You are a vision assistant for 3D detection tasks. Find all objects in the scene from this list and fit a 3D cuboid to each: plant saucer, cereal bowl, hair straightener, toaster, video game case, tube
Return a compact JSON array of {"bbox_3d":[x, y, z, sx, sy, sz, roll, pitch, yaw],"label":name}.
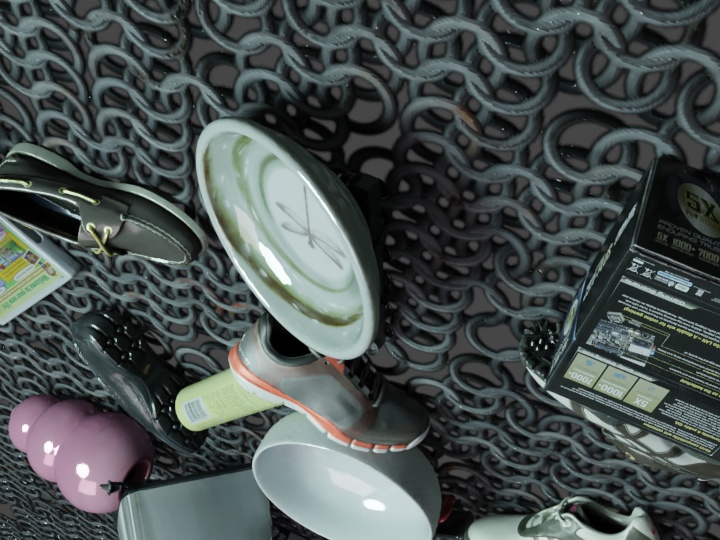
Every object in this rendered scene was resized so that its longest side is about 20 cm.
[{"bbox_3d":[-0.044,-0.030,0.647,0.200,0.050,0.200,39,149,28],"label":"plant saucer"},{"bbox_3d":[-0.006,0.205,0.898,0.200,0.083,0.200,17,142,14],"label":"cereal bowl"},{"bbox_3d":[0.053,0.294,0.999,0.200,0.041,0.077,-22,121,45],"label":"hair straightener"},{"bbox_3d":[-0.207,0.326,1.065,0.199,0.119,0.181,-7,146,-20],"label":"toaster"},{"bbox_3d":[-0.410,-0.030,0.925,0.182,0.022,0.200,45,138,-20],"label":"video game case"},{"bbox_3d":[-0.112,0.121,0.901,0.200,0.052,0.058,-25,162,39],"label":"tube"}]

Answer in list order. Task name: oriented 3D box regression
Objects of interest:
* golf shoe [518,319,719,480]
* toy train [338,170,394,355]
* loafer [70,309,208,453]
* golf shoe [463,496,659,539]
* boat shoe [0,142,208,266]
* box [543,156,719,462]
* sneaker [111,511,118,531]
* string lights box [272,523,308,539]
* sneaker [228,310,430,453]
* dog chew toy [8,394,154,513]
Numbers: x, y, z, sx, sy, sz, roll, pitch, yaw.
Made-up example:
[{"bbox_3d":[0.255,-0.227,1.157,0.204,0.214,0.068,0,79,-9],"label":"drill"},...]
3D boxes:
[{"bbox_3d":[0.204,0.110,0.668,0.200,0.078,0.095,26,143,4],"label":"golf shoe"},{"bbox_3d":[0.000,0.000,0.698,0.046,0.034,0.200,25,143,25],"label":"toy train"},{"bbox_3d":[-0.242,0.123,0.965,0.070,0.068,0.201,-6,126,47],"label":"loafer"},{"bbox_3d":[0.196,0.257,0.861,0.200,0.077,0.088,0,115,28],"label":"golf shoe"},{"bbox_3d":[-0.233,-0.044,0.767,0.201,0.061,0.072,22,142,7],"label":"boat shoe"},{"bbox_3d":[0.243,0.043,0.557,0.200,0.086,0.164,22,142,8],"label":"box"},{"bbox_3d":[-0.347,0.354,1.296,0.200,0.060,0.104,38,137,-18],"label":"sneaker"},{"bbox_3d":[-0.179,0.379,1.187,0.200,0.103,0.059,24,142,4],"label":"string lights box"},{"bbox_3d":[-0.018,0.098,0.794,0.200,0.077,0.082,23,122,-12],"label":"sneaker"},{"bbox_3d":[-0.363,0.222,1.111,0.200,0.125,0.125,22,143,19],"label":"dog chew toy"}]
